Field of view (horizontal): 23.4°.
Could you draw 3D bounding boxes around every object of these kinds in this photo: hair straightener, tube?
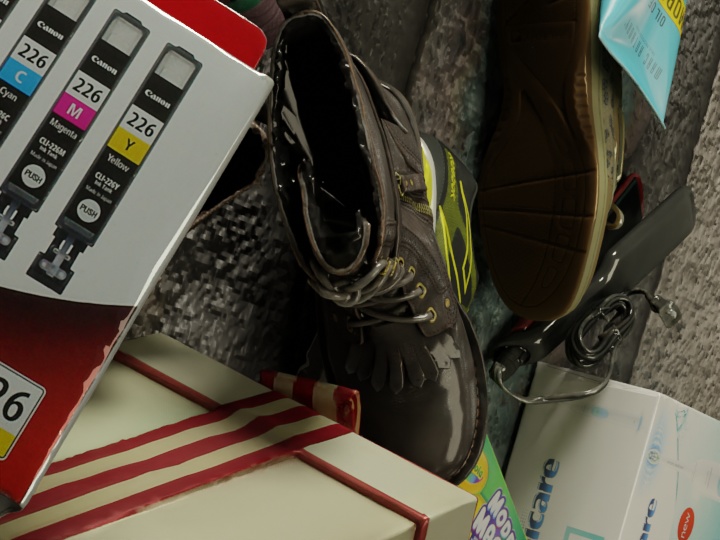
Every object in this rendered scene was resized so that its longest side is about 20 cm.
[{"bbox_3d":[0.138,0.012,0.964,0.200,0.077,0.041,-41,133,-40],"label":"hair straightener"},{"bbox_3d":[0.151,-0.175,0.899,0.077,0.050,0.200,40,51,-39],"label":"tube"}]

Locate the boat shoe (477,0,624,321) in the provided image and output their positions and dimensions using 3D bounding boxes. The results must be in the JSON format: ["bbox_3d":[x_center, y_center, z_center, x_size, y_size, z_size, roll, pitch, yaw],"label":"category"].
[{"bbox_3d":[0.108,-0.074,0.899,0.063,0.073,0.201,-8,106,-53],"label":"boat shoe"}]

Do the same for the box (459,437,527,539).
[{"bbox_3d":[0.020,0.154,0.875,0.200,0.048,0.118,-55,140,-31],"label":"box"}]

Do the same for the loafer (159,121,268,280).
[{"bbox_3d":[-0.108,-0.019,0.613,0.200,0.071,0.073,-42,130,-35],"label":"loafer"}]

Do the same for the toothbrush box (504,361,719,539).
[{"bbox_3d":[0.163,0.150,1.039,0.200,0.085,0.147,26,80,-53],"label":"toothbrush box"}]

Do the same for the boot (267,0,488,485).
[{"bbox_3d":[0.000,0.000,0.674,0.174,0.069,0.201,-11,88,-84],"label":"boot"}]

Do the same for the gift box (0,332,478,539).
[{"bbox_3d":[-0.065,0.147,0.616,0.187,0.200,0.185,-15,127,-51],"label":"gift box"}]

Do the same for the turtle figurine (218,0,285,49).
[{"bbox_3d":[-0.089,-0.136,0.593,0.200,0.100,0.150,6,96,-60],"label":"turtle figurine"}]

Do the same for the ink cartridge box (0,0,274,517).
[{"bbox_3d":[-0.135,-0.059,0.462,0.200,0.084,0.176,32,71,-10],"label":"ink cartridge box"}]

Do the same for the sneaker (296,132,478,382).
[{"bbox_3d":[0.022,0.030,0.811,0.085,0.074,0.201,-4,104,-54],"label":"sneaker"}]
